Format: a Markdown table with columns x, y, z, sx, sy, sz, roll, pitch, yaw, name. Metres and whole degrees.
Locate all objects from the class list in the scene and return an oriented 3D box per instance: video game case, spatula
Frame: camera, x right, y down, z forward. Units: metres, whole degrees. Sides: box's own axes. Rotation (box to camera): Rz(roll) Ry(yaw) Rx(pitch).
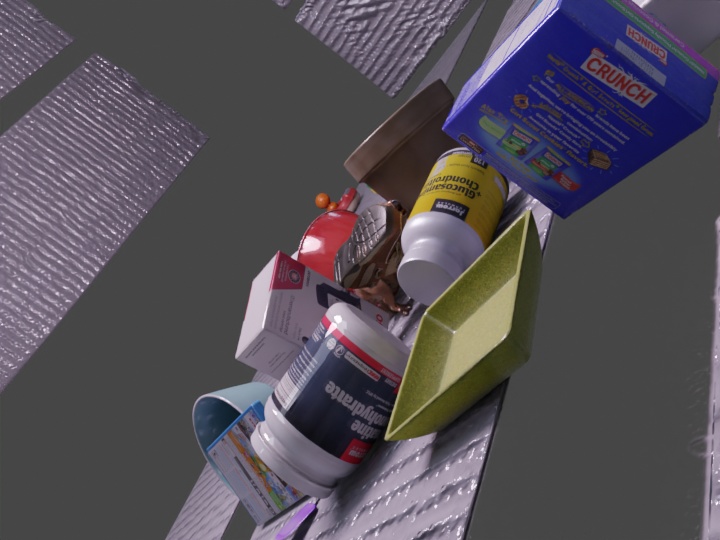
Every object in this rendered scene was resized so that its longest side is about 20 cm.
| x | y | z | sx | sy | sz | roll | pitch | yaw | name |
| --- | --- | --- | --- | --- | --- | --- | --- | --- | --- |
| -0.149 | 0.286 | 1.145 | 0.018 | 0.144 | 0.200 | -31 | -10 | -41 | video game case |
| -0.050 | 0.271 | 1.041 | 0.202 | 0.020 | 0.056 | -59 | 8 | -20 | spatula |

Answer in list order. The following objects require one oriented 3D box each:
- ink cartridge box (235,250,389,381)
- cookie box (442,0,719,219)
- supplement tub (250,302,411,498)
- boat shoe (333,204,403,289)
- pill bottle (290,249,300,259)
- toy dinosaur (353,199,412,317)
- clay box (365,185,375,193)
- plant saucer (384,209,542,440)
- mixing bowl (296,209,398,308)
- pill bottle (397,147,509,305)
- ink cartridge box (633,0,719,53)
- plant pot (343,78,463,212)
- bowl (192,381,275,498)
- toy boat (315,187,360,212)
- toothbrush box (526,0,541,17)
| x | y | z | sx | sy | sz | roll | pitch | yaw | name |
| --- | --- | --- | --- | --- | --- | --- | --- | --- | --- |
| -0.060 | 0.090 | 1.090 | 0.084 | 0.198 | 0.147 | -43 | 27 | 37 | ink cartridge box |
| 0.202 | -0.160 | 0.745 | 0.200 | 0.169 | 0.076 | -39 | 20 | 58 | cookie box |
| -0.030 | 0.156 | 0.955 | 0.202 | 0.139 | 0.140 | -55 | 9 | 3 | supplement tub |
| 0.022 | -0.029 | 1.094 | 0.200 | 0.072 | 0.077 | 134 | 141 | -61 | boat shoe |
| -0.076 | 0.047 | 1.430 | 0.113 | 0.110 | 0.201 | -59 | -22 | -24 | pill bottle |
| 0.032 | -0.004 | 1.209 | 0.202 | 0.134 | 0.086 | -55 | 9 | 7 | toy dinosaur |
| 0.093 | -0.337 | 2.360 | 0.201 | 0.047 | 0.115 | -54 | 9 | 21 | clay box |
| 0.116 | 0.065 | 0.792 | 0.200 | 0.047 | 0.202 | -49 | 12 | 39 | plant saucer |
| 0.000 | 0.000 | 1.309 | 0.107 | 0.201 | 0.202 | 5 | 55 | 45 | mixing bowl |
| 0.117 | -0.056 | 1.010 | 0.112 | 0.111 | 0.202 | -44 | 15 | 51 | pill bottle |
| 0.318 | -0.276 | 0.804 | 0.200 | 0.084 | 0.146 | -48 | 12 | 49 | ink cartridge box |
| 0.100 | -0.160 | 1.201 | 0.199 | 0.174 | 0.200 | -40 | 4 | 3 | plant pot |
| -0.161 | 0.257 | 1.232 | 0.104 | 0.202 | 0.201 | -34 | -7 | -41 | bowl |
| -0.098 | -0.212 | 2.671 | 0.201 | 0.130 | 0.131 | -49 | 10 | 35 | toy boat |
| 0.311 | -0.375 | 1.194 | 0.148 | 0.085 | 0.200 | -54 | 8 | 8 | toothbrush box |
